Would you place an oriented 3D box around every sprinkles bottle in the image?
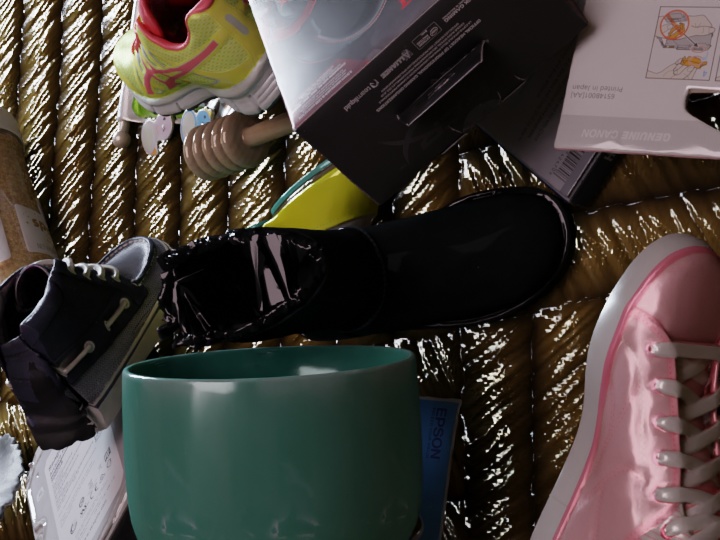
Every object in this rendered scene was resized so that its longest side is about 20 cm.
[{"bbox_3d":[-0.266,-0.031,1.255,0.068,0.068,0.200,-42,54,28],"label":"sprinkles bottle"}]

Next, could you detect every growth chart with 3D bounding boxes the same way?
[{"bbox_3d":[-0.103,-0.158,1.171,0.200,0.018,0.145,-10,73,43],"label":"growth chart"}]

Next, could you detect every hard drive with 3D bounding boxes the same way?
[{"bbox_3d":[-0.166,0.132,1.091,0.140,0.038,0.200,-60,25,14],"label":"hard drive"}]

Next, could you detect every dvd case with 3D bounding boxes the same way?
[{"bbox_3d":[0.103,-0.150,0.967,0.200,0.025,0.150,45,110,40],"label":"dvd case"}]

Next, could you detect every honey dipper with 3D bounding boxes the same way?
[{"bbox_3d":[-0.037,-0.095,1.053,0.200,0.038,0.038,-15,69,47],"label":"honey dipper"}]

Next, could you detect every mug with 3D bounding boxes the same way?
[{"bbox_3d":[-0.038,0.101,0.876,0.152,0.185,0.115,-2,93,23],"label":"mug"}]

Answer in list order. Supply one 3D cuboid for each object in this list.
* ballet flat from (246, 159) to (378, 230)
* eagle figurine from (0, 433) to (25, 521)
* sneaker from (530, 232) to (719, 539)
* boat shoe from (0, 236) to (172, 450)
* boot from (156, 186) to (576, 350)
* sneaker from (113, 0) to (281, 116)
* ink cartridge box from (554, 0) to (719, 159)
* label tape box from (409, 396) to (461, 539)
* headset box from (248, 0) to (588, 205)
[{"bbox_3d":[-0.039,-0.013,1.048,0.200,0.067,0.067,-30,81,38],"label":"ballet flat"},{"bbox_3d":[-0.333,0.174,1.239,0.200,0.152,0.151,29,61,18],"label":"eagle figurine"},{"bbox_3d":[0.155,0.090,0.817,0.105,0.075,0.201,32,109,48],"label":"sneaker"},{"bbox_3d":[-0.174,0.016,1.078,0.075,0.093,0.200,-15,31,20],"label":"boat shoe"},{"bbox_3d":[0.000,-0.001,0.907,0.198,0.162,0.074,-15,80,26],"label":"boot"},{"bbox_3d":[-0.113,-0.154,1.080,0.200,0.090,0.078,7,61,55],"label":"sneaker"},{"bbox_3d":[0.205,-0.134,0.830,0.200,0.045,0.177,7,83,35],"label":"ink cartridge box"},{"bbox_3d":[-0.013,0.142,0.974,0.200,0.066,0.144,0,79,41],"label":"label tape box"},{"bbox_3d":[0.025,-0.142,0.914,0.149,0.075,0.200,-40,35,16],"label":"headset box"}]
